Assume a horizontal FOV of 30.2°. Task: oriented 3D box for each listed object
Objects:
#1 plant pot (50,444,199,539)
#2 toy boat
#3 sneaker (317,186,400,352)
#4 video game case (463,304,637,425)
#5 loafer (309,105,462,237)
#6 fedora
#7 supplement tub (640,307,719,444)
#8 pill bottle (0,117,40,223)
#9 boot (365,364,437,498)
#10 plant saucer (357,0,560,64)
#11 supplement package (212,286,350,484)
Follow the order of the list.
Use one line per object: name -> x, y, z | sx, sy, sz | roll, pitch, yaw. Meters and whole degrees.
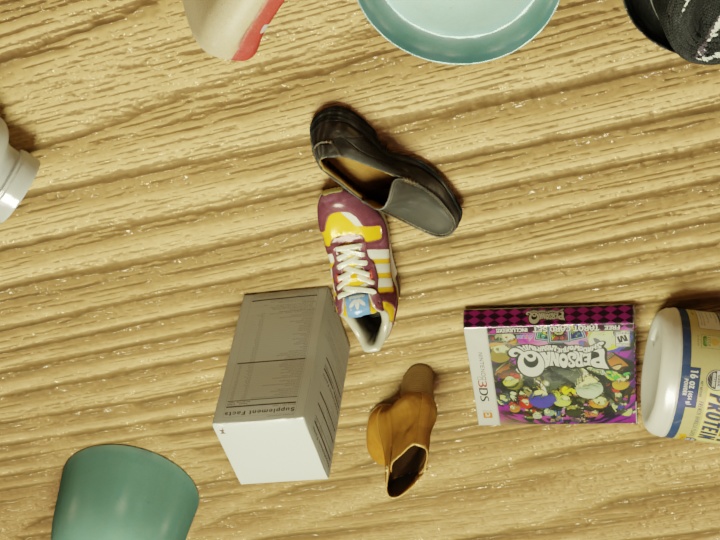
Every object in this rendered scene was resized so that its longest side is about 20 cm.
plant pot -> -0.336, 0.367, 1.843 | 0.198, 0.162, 0.202 | 5, 135, 5
toy boat -> -0.078, -0.280, 1.217 | 0.130, 0.131, 0.200 | 3, 143, -36
sneaker -> 0.000, 0.000, 1.477 | 0.074, 0.091, 0.201 | -9, 132, 17
video game case -> 0.229, 0.115, 1.588 | 0.198, 0.036, 0.182 | -2, 135, 11
loafer -> 0.024, -0.087, 1.402 | 0.199, 0.073, 0.073 | 32, 130, -21
fedora -> 0.322, -0.253, 1.174 | 0.198, 0.092, 0.202 | 5, 135, 5
supplement tub -> 0.422, 0.123, 1.487 | 0.198, 0.145, 0.145 | 6, 135, 4
pill bottle -> -0.443, -0.137, 1.405 | 0.199, 0.113, 0.112 | 35, 130, -23
boot -> 0.043, 0.225, 1.651 | 0.070, 0.145, 0.202 | 17, 135, -6
plant saucer -> 0.090, -0.280, 1.235 | 0.198, 0.028, 0.201 | 5, 135, 5
supplement package -> -0.088, 0.132, 1.543 | 0.112, 0.201, 0.110 | -5, 133, 15
